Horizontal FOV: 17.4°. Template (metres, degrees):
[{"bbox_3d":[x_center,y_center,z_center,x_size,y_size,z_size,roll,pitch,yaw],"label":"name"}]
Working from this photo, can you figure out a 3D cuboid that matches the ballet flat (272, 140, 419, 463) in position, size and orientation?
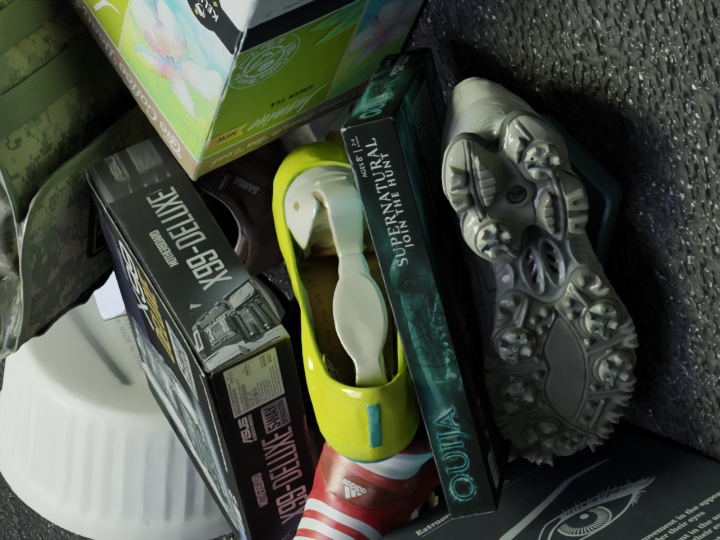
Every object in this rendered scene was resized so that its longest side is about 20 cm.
[{"bbox_3d":[-0.005,-0.001,1.167,0.067,0.066,0.201,83,177,-54],"label":"ballet flat"}]

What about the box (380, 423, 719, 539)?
[{"bbox_3d":[0.128,0.166,1.144,0.200,0.147,0.105,19,131,57],"label":"box"}]

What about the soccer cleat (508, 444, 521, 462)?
[{"bbox_3d":[0.104,0.186,1.285,0.201,0.077,0.069,62,154,4],"label":"soccer cleat"}]

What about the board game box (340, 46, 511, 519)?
[{"bbox_3d":[0.039,0.003,1.160,0.135,0.028,0.202,-65,-39,-69],"label":"board game box"}]

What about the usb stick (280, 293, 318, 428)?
[{"bbox_3d":[0.000,0.000,1.275,0.055,0.033,0.201,37,122,15],"label":"usb stick"}]

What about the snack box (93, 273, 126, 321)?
[{"bbox_3d":[-0.147,-0.090,1.433,0.053,0.142,0.201,-13,106,22],"label":"snack box"}]

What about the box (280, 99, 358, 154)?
[{"bbox_3d":[-0.011,-0.061,1.312,0.201,0.041,0.039,64,153,0],"label":"box"}]

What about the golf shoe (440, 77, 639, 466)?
[{"bbox_3d":[0.083,-0.003,1.144,0.097,0.078,0.201,-108,5,-59],"label":"golf shoe"}]

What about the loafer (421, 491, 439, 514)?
[{"bbox_3d":[0.014,0.164,1.435,0.068,0.075,0.202,22,133,62],"label":"loafer"}]

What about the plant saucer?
[{"bbox_3d":[0.095,0.006,1.203,0.070,0.019,0.201,48,149,29],"label":"plant saucer"}]

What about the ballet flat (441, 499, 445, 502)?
[{"bbox_3d":[0.080,0.223,1.387,0.075,0.068,0.201,25,132,39],"label":"ballet flat"}]

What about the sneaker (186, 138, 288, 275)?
[{"bbox_3d":[-0.082,-0.083,1.383,0.070,0.075,0.201,26,136,51],"label":"sneaker"}]

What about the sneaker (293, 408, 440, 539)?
[{"bbox_3d":[0.006,0.113,1.258,0.078,0.200,0.116,30,103,15],"label":"sneaker"}]

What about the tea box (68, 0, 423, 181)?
[{"bbox_3d":[-0.069,-0.192,1.191,0.201,0.133,0.197,54,154,16],"label":"tea box"}]

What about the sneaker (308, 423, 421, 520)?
[{"bbox_3d":[0.013,0.167,1.363,0.072,0.072,0.202,-140,33,-73],"label":"sneaker"}]

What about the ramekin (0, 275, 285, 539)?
[{"bbox_3d":[-0.134,0.071,1.495,0.200,0.199,0.098,43,141,36],"label":"ramekin"}]

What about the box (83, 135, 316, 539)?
[{"bbox_3d":[-0.079,0.049,1.266,0.158,0.049,0.201,55,165,35],"label":"box"}]

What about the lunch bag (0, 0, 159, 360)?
[{"bbox_3d":[-0.191,-0.070,1.281,0.117,0.164,0.201,-19,106,32],"label":"lunch bag"}]
